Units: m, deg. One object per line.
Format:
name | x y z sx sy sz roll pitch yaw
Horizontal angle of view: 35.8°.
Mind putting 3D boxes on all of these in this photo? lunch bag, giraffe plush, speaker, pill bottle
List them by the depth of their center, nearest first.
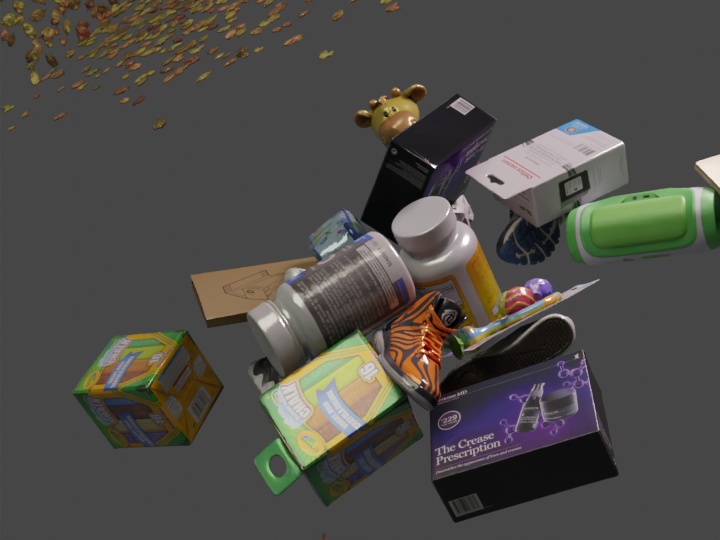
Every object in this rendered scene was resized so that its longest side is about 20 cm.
pill bottle | -0.038 0.045 1.427 0.199 0.115 0.114 -31 31 -14
speaker | 0.378 -0.058 1.479 0.198 0.089 0.089 -7 37 32
pill bottle | 0.117 0.006 1.488 0.112 0.201 0.113 -20 32 14
lunch bag | 0.000 0.000 1.602 0.082 0.161 0.200 -36 10 1
giraffe plush | 0.083 -0.221 1.875 0.172 0.163 0.200 -37 33 -13

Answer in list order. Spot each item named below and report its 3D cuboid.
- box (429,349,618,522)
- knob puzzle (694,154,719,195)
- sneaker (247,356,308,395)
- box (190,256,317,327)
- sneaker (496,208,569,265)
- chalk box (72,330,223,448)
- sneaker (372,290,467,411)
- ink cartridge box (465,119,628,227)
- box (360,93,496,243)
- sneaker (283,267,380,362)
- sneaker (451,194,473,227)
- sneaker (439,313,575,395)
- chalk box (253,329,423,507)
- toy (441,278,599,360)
box | 0.184 0.191 1.292 0.198 0.079 0.142 -20 30 15
knob puzzle | 0.555 -0.101 1.418 0.217 0.031 0.221 -1 41 1
sneaker | -0.082 0.154 1.556 0.113 0.076 0.200 -36 29 -6
box | -0.138 0.029 1.620 0.198 0.022 0.164 -8 22 -14
sneaker | 0.250 -0.071 1.627 0.085 0.078 0.200 0 32 47
chalk box | -0.332 0.179 1.664 0.198 0.124 0.125 -7 37 32
sneaker | 0.079 0.084 1.347 0.112 0.078 0.200 -43 24 7
ink cartridge box | 0.260 -0.131 1.563 0.198 0.067 0.116 -25 34 -15
box | 0.098 -0.144 1.575 0.079 0.142 0.200 35 40 13
sneaker | -0.048 0.087 1.519 0.080 0.201 0.076 -38 2 -12
sneaker | 0.129 -0.068 1.695 0.073 0.089 0.201 -18 34 15
sneaker | 0.188 0.123 1.414 0.199 0.073 0.085 -32 -5 12
chalk box | -0.042 0.196 1.385 0.199 0.124 0.125 -34 57 -9
toy | 0.196 0.048 1.431 0.199 0.048 0.115 -30 -1 -19
